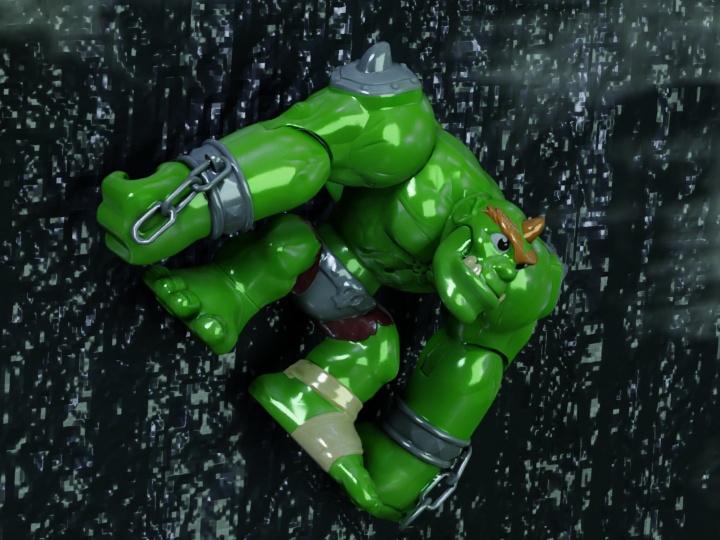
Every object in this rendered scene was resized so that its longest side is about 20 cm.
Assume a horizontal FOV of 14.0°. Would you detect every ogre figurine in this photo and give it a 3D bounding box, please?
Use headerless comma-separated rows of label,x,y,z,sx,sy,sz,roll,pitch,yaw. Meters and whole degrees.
ogre figurine,0.000,0.000,1.040,0.120,0.098,0.200,-45,113,-3
